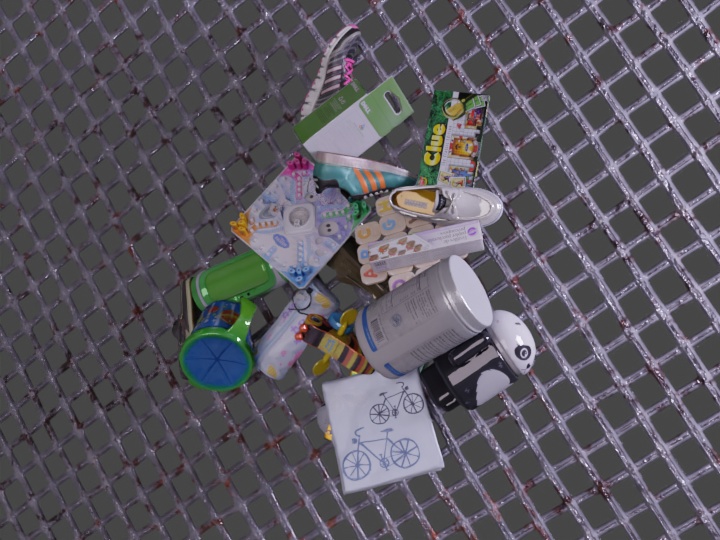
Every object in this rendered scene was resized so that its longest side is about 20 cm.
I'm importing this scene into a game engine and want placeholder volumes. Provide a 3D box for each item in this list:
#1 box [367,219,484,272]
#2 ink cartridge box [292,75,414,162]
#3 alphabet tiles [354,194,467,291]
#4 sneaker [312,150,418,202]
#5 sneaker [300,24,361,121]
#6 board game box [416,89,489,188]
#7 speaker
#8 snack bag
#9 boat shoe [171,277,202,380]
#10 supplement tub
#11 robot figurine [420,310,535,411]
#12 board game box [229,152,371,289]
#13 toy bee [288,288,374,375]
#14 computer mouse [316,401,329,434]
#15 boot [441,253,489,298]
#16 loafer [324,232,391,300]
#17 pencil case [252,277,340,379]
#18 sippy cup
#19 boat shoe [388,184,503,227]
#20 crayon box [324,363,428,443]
[{"bbox_3d":[0.110,-0.040,1.398,0.196,0.042,0.039,-12,59,11],"label":"box"},{"bbox_3d":[-0.013,-0.271,1.486,0.199,0.104,0.060,-37,48,5],"label":"ink cartridge box"},{"bbox_3d":[0.086,-0.052,1.442,0.192,0.015,0.203,-15,61,11],"label":"alphabet tiles"},{"bbox_3d":[0.007,-0.159,1.478,0.196,0.071,0.082,8,100,-19],"label":"sneaker"},{"bbox_3d":[-0.035,-0.349,1.523,0.087,0.074,0.203,29,103,15],"label":"sneaker"},{"bbox_3d":[0.164,-0.219,1.462,0.103,0.023,0.204,7,78,17],"label":"board game box"},{"bbox_3d":[-0.223,0.013,1.573,0.197,0.088,0.090,-22,84,16],"label":"speaker"},{"bbox_3d":[0.032,0.267,1.424,0.185,0.021,0.204,-17,78,10],"label":"snack bag"},{"bbox_3d":[-0.339,0.118,1.616,0.065,0.072,0.205,-7,92,12],"label":"boat shoe"},{"bbox_3d":[0.101,0.079,1.343,0.198,0.131,0.134,-31,81,23],"label":"supplement tub"},{"bbox_3d":[0.202,0.157,1.395,0.199,0.150,0.126,-35,97,10],"label":"robot figurine"},{"bbox_3d":[-0.113,-0.098,1.516,0.199,0.026,0.200,37,79,25],"label":"board game box"},{"bbox_3d":[-0.064,0.118,1.410,0.197,0.108,0.134,14,103,24],"label":"toy bee"},{"bbox_3d":[0.003,0.256,1.523,0.197,0.044,0.111,-25,84,15],"label":"computer mouse"},{"bbox_3d":[0.111,0.020,1.487,0.198,0.064,0.189,-29,72,23],"label":"boot"},{"bbox_3d":[0.000,0.000,1.508,0.200,0.075,0.068,44,129,31],"label":"loafer"},{"bbox_3d":[-0.123,0.108,1.539,0.083,0.091,0.201,40,102,9],"label":"pencil case"},{"bbox_3d":[-0.258,0.129,1.523,0.174,0.131,0.141,-16,122,10],"label":"sippy cup"},{"bbox_3d":[0.142,-0.113,1.397,0.196,0.070,0.072,10,93,15],"label":"boat shoe"},{"bbox_3d":[0.029,0.230,1.470,0.117,0.058,0.203,23,90,14],"label":"crayon box"}]
